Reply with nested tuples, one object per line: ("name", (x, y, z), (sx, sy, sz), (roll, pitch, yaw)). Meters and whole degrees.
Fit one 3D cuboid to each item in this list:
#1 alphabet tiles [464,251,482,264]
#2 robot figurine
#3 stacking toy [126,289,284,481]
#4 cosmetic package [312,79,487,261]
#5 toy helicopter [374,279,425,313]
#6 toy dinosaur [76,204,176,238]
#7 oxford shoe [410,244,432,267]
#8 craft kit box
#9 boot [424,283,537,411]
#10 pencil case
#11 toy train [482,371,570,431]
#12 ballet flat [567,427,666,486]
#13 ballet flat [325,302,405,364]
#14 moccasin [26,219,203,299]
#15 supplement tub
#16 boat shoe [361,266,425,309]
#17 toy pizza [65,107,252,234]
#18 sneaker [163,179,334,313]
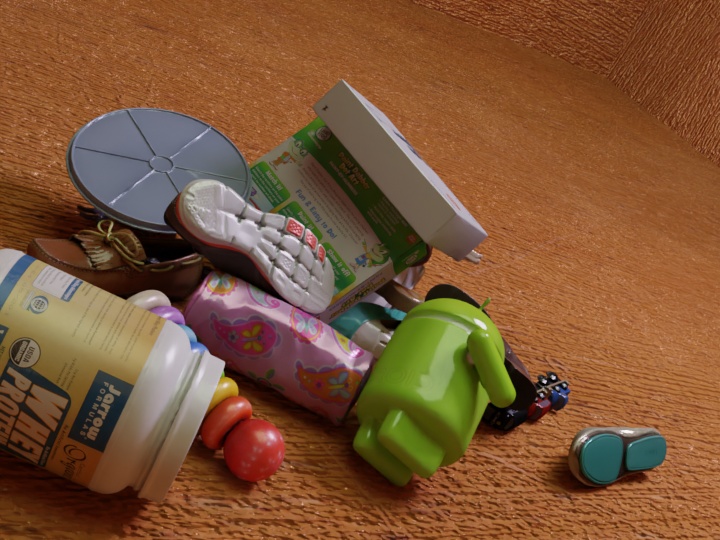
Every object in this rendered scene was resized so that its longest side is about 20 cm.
("alphabet tiles", (0.056, -0.067, 1.530), (0.200, 0.015, 0.196), (32, -1, -16))
("robot figurine", (0.070, 0.111, 1.225), (0.116, 0.175, 0.200), (40, 53, -14))
("stacking toy", (-0.144, 0.109, 1.106), (0.200, 0.086, 0.085), (41, 24, 20))
("cosmetic package", (0.046, -0.107, 1.366), (0.200, 0.052, 0.151), (51, 11, 17))
("toy helicopter", (0.000, 0.000, 1.416), (0.200, 0.079, 0.132), (33, 10, 32))
("toy dinosaur", (-0.216, -0.075, 1.428), (0.200, 0.105, 0.182), (22, 38, -43))
("oxford shoe", (0.011, -0.059, 1.515), (0.199, 0.071, 0.074), (22, 30, 29))
("craft kit box", (-0.064, -0.041, 1.353), (0.200, 0.197, 0.049), (52, -6, 23))
("boot", (0.115, 0.060, 1.428), (0.187, 0.064, 0.200), (53, 4, -20))
("pencil case", (-0.086, 0.075, 1.241), (0.199, 0.088, 0.087), (27, 21, 0))
("toy train", (0.202, 0.156, 1.472), (0.046, 0.034, 0.200), (41, 25, 22))
("ballet flat", (0.280, 0.211, 1.431), (0.062, 0.068, 0.199), (9, 0, 42))
("ballet flat", (0.027, 0.075, 1.393), (0.070, 0.068, 0.200), (34, 19, 36))
("moccasin", (-0.242, -0.014, 1.258), (0.201, 0.078, 0.074), (9, 28, -40))
("supplement tub", (-0.221, 0.085, 0.969), (0.199, 0.145, 0.145), (25, 21, -6))
("boat shoe", (0.036, 0.023, 1.528), (0.069, 0.072, 0.200), (65, 21, -18))
("toy pizza", (-0.215, -0.103, 1.332), (0.199, 0.032, 0.201), (11, 42, -10))
("sneaker", (-0.113, -0.023, 1.263), (0.200, 0.082, 0.077), (38, 60, -24))
